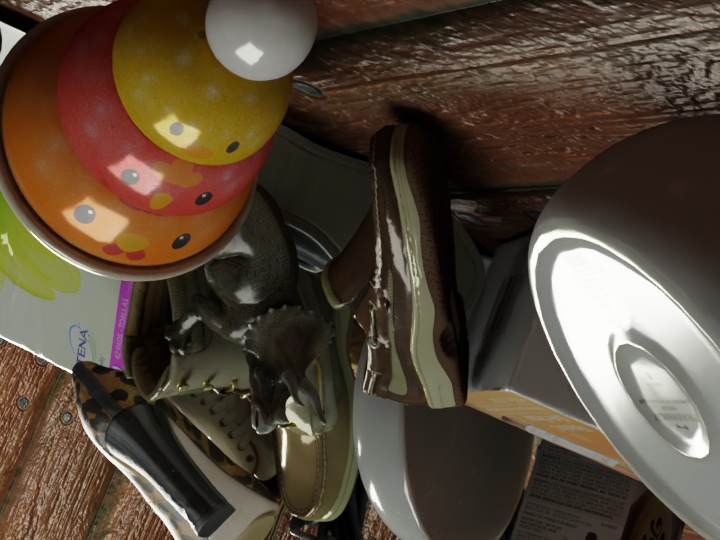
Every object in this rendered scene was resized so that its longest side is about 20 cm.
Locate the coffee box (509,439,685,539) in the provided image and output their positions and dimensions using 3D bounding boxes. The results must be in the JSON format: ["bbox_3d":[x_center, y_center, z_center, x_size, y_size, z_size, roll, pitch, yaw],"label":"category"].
[{"bbox_3d":[0.173,0.142,1.214,0.079,0.201,0.113,12,166,31],"label":"coffee box"}]

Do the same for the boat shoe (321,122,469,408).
[{"bbox_3d":[0.014,0.006,0.984,0.074,0.075,0.203,-1,133,10],"label":"boat shoe"}]

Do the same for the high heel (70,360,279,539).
[{"bbox_3d":[-0.125,0.128,1.200,0.143,0.071,0.200,46,172,17],"label":"high heel"}]

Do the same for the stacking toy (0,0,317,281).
[{"bbox_3d":[-0.082,-0.088,0.835,0.146,0.147,0.200,25,153,-19],"label":"stacking toy"}]

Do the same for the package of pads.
[{"bbox_3d":[-0.182,-0.015,1.214,0.154,0.068,0.201,25,130,13],"label":"package of pads"}]

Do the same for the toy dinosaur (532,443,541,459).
[{"bbox_3d":[0.105,0.068,1.460,0.199,0.105,0.182,-21,139,16],"label":"toy dinosaur"}]

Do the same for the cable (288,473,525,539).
[{"bbox_3d":[0.054,0.174,1.243,0.163,0.200,0.051,37,132,14],"label":"cable"}]

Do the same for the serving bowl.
[{"bbox_3d":[0.048,0.089,1.176,0.065,0.201,0.200,1,161,29],"label":"serving bowl"}]

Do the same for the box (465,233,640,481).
[{"bbox_3d":[0.172,0.063,1.067,0.199,0.107,0.152,24,170,-8],"label":"box"}]

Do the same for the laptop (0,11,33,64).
[{"bbox_3d":[-0.320,-0.124,1.110,0.199,0.116,0.187,24,171,-13],"label":"laptop"}]

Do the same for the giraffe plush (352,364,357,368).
[{"bbox_3d":[-0.084,0.049,1.341,0.162,0.172,0.201,36,147,27],"label":"giraffe plush"}]

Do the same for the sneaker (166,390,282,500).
[{"bbox_3d":[-0.086,0.090,1.217,0.084,0.073,0.200,17,150,23],"label":"sneaker"}]

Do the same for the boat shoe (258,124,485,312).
[{"bbox_3d":[-0.017,-0.035,1.076,0.200,0.076,0.060,35,169,-2],"label":"boat shoe"}]

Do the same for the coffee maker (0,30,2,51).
[{"bbox_3d":[-0.262,-0.105,0.888,0.134,0.193,0.200,-23,178,5],"label":"coffee maker"}]

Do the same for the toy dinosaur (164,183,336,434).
[{"bbox_3d":[-0.070,-0.009,1.022,0.102,0.201,0.077,-11,-175,37],"label":"toy dinosaur"}]

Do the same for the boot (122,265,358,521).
[{"bbox_3d":[-0.075,0.073,1.136,0.154,0.201,0.072,-9,-168,-42],"label":"boot"}]

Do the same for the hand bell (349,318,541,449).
[{"bbox_3d":[0.045,0.068,1.315,0.199,0.105,0.104,21,173,-38],"label":"hand bell"}]

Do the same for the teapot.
[{"bbox_3d":[0.171,0.012,0.711,0.200,0.146,0.198,41,158,41],"label":"teapot"}]
